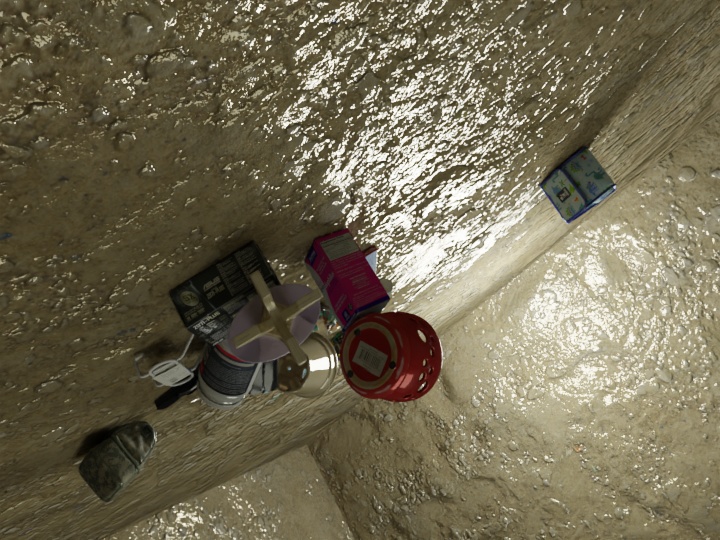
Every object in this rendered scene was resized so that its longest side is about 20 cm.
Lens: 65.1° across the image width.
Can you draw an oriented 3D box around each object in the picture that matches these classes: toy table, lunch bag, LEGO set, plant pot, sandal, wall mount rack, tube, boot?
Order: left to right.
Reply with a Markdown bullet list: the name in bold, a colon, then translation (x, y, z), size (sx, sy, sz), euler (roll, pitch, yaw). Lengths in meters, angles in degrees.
- **lunch bag**: translation (-0.660, 0.517, 1.560), size (0.200, 0.140, 0.167), euler (-45, 175, 39)
- **wall mount rack**: translation (-0.416, 0.196, 1.293), size (0.170, 0.076, 0.201), euler (-27, 162, -11)
- **sandal**: translation (-0.481, 0.328, 1.548), size (0.199, 0.043, 0.076), euler (-41, 161, 19)
- **toy table**: translation (-0.160, 0.097, 1.067), size (0.199, 0.185, 0.117), euler (-42, 180, -14)
- **boot**: translation (-0.218, 0.214, 1.463), size (0.160, 0.207, 0.065), euler (0, -168, -21)
- **plant pot**: translation (-0.184, 0.283, 1.669), size (0.198, 0.203, 0.183), euler (-35, 167, 8)
- **LEGO set**: translation (-0.059, 0.313, 2.118), size (0.198, 0.117, 0.153), euler (-38, 161, 15)
- **tube**: translation (0.049, 0.092, 1.884), size (0.076, 0.052, 0.201), euler (-15, 160, -27)
- **plant pot**: translation (0.064, 0.188, 1.261), size (0.199, 0.203, 0.181), euler (-39, 153, 18)
- **lunch bag**: translation (0.737, -0.285, 1.919), size (0.199, 0.173, 0.126), euler (-38, 161, 21)

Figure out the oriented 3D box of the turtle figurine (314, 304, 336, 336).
- **turtle figurine**: translation (-0.138, 0.143, 1.590), size (0.146, 0.103, 0.200), euler (-22, 178, 8)

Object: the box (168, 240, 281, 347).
- **box**: translation (-0.265, 0.053, 1.163), size (0.197, 0.087, 0.164), euler (-33, 161, -6)

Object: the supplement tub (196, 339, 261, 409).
- **supplement tub**: translation (-0.307, 0.217, 1.351), size (0.138, 0.140, 0.203), euler (-10, 136, -50)

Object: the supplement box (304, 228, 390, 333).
- **supplement box**: translation (-0.034, 0.021, 1.305), size (0.101, 0.203, 0.102), euler (-18, 157, -32)

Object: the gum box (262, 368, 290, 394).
- **gum box**: translation (-0.247, 0.354, 2.014), size (0.197, 0.045, 0.170), euler (-13, 152, -46)

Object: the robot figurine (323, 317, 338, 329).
- **robot figurine**: translation (-0.026, 0.113, 1.774), size (0.200, 0.059, 0.143), euler (-44, 160, 29)

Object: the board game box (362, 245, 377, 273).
- **board game box**: translation (0.000, 0.000, 1.600), size (0.101, 0.020, 0.201), euler (-32, 162, -12)
